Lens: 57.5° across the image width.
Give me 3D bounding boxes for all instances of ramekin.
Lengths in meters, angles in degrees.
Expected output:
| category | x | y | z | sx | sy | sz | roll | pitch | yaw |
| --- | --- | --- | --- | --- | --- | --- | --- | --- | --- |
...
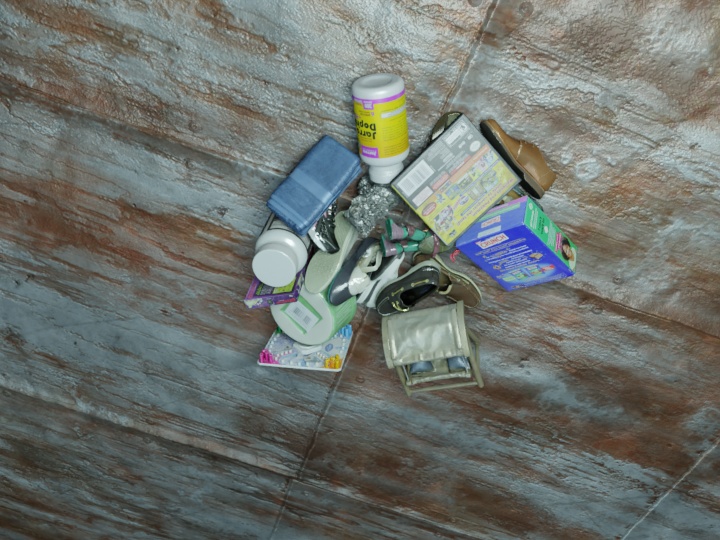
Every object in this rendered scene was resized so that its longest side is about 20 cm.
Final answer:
| category | x | y | z | sx | sy | sz | roll | pitch | yaw |
| --- | --- | --- | --- | --- | --- | --- | --- | --- | --- |
| ramekin | -0.118 | 0.079 | 1.552 | 0.198 | 0.098 | 0.202 | 14 | 125 | 21 |

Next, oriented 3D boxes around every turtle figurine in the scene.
| category | x | y | z | sx | sy | sz | roll | pitch | yaw |
| --- | --- | --- | --- | --- | --- | --- | --- | --- | --- |
| turtle figurine | 0.147 | -0.078 | 1.404 | 0.198 | 0.101 | 0.151 | -7 | 130 | -17 |

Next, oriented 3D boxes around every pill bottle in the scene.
| category | x | y | z | sx | sy | sz | roll | pitch | yaw |
| --- | --- | --- | --- | --- | --- | --- | --- | --- | --- |
| pill bottle | -0.164 | -0.060 | 1.434 | 0.115 | 0.201 | 0.117 | 5 | 126 | 7 |
| pill bottle | 0.043 | -0.279 | 1.305 | 0.103 | 0.105 | 0.201 | -2 | 124 | 11 |

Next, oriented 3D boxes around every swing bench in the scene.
| category | x | y | z | sx | sy | sz | roll | pitch | yaw |
| --- | --- | --- | --- | --- | --- | --- | --- | --- | --- |
| swing bench | 0.173 | 0.188 | 1.563 | 0.197 | 0.131 | 0.200 | -12 | 140 | 19 |

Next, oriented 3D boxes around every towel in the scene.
| category | x | y | z | sx | sy | sz | roll | pitch | yaw |
| --- | --- | --- | --- | --- | --- | --- | --- | --- | --- |
| towel | -0.096 | -0.178 | 1.362 | 0.111 | 0.049 | 0.200 | 39 | 84 | 11 |

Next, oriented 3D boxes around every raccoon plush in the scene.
| category | x | y | z | sx | sy | sz | roll | pitch | yaw |
| --- | --- | --- | --- | --- | --- | --- | --- | --- | --- |
| raccoon plush | 0.053 | -0.157 | 1.369 | 0.199 | 0.134 | 0.097 | -32 | 113 | 28 |

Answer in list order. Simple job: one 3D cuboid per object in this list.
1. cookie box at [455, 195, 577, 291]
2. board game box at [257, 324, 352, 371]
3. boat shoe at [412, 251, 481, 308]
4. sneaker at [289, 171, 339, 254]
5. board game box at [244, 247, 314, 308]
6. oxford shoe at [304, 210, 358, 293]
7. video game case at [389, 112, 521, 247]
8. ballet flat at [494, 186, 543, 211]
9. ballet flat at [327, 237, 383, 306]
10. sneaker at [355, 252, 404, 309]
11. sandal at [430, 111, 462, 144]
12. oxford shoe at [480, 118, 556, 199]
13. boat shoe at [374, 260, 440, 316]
| category | x | y | z | sx | sy | sz | roll | pitch | yaw |
| --- | --- | --- | --- | --- | --- | --- | --- | --- | --- |
| cookie box | 0.329 | -0.050 | 1.379 | 0.170 | 0.076 | 0.200 | -18 | 137 | 43 |
| board game box | -0.130 | 0.177 | 1.597 | 0.198 | 0.200 | 0.026 | 4 | 112 | 7 |
| boat shoe | 0.197 | 0.034 | 1.514 | 0.202 | 0.075 | 0.075 | 35 | 123 | -15 |
| sneaker | -0.082 | -0.135 | 1.407 | 0.086 | 0.080 | 0.201 | -23 | 88 | 13 |
| board game box | -0.180 | 0.008 | 1.484 | 0.119 | 0.201 | 0.033 | -5 | 125 | 13 |
| oxford shoe | -0.059 | -0.036 | 1.464 | 0.075 | 0.201 | 0.058 | 23 | 174 | 24 |
| video game case | 0.190 | -0.178 | 1.318 | 0.200 | 0.026 | 0.181 | -43 | 103 | 11 |
| ballet flat | 0.304 | -0.151 | 1.373 | 0.199 | 0.074 | 0.074 | 28 | 125 | -10 |
| ballet flat | 0.000 | 0.000 | 1.448 | 0.073 | 0.201 | 0.073 | 22 | 144 | 17 |
| sneaker | 0.075 | 0.024 | 1.541 | 0.115 | 0.076 | 0.201 | 23 | 134 | -17 |
| sandal | 0.183 | -0.223 | 1.346 | 0.081 | 0.055 | 0.202 | -6 | 110 | 1 |
| oxford shoe | 0.318 | -0.239 | 1.324 | 0.071 | 0.071 | 0.200 | -46 | 107 | 0 |
| boat shoe | 0.100 | 0.053 | 1.469 | 0.071 | 0.061 | 0.201 | 27 | 133 | -26 |
